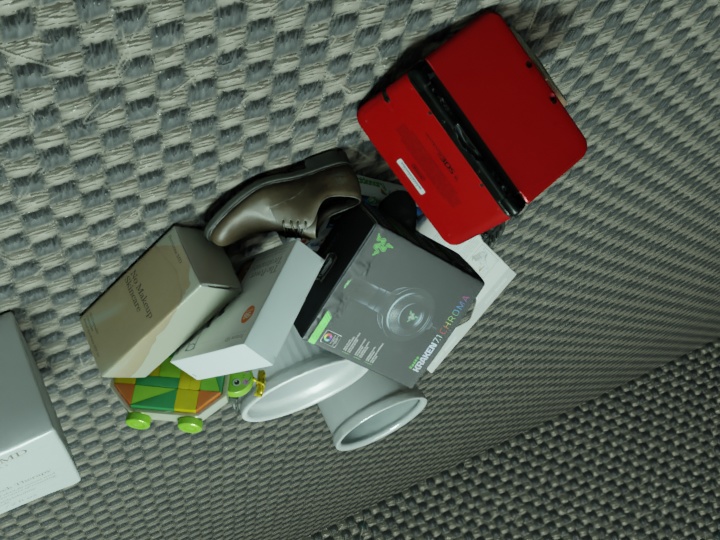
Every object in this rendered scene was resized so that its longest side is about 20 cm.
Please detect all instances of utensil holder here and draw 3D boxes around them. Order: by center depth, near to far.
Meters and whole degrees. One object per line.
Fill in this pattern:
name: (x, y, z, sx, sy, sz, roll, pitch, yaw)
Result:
utensil holder: (-0.008, 0.172, 1.666, 0.169, 0.201, 0.170, -25, 159, -10)

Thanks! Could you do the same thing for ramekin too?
ramekin: (-0.094, 0.130, 1.428, 0.199, 0.098, 0.201, -23, 162, -8)

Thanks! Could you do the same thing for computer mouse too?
computer mouse: (0.043, -0.008, 1.322, 0.058, 0.034, 0.202, -2, 110, -16)

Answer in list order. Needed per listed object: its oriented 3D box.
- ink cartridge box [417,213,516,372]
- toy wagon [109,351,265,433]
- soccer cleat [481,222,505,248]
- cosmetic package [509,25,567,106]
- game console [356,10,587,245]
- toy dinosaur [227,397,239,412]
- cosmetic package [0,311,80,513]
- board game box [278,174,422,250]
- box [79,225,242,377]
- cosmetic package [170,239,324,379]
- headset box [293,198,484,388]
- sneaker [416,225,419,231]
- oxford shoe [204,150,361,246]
ink cartridge box: (0.104, 0.020, 1.454, 0.200, 0.045, 0.176, -49, 117, -2)
toy wagon: (-0.224, 0.134, 1.312, 0.198, 0.156, 0.040, 4, 150, 3)
soccer cleat: (0.158, -0.033, 1.623, 0.200, 0.068, 0.073, -44, 178, 24)
cosmetic package: (0.137, -0.188, 1.206, 0.199, 0.088, 0.103, -36, 159, 18)
game console: (0.126, -0.159, 1.143, 0.172, 0.201, 0.119, -28, -168, 47)
toy dinosaur: (-0.185, 0.127, 1.539, 0.136, 0.102, 0.200, -43, 140, -5)
cosmetic package: (-0.455, 0.187, 1.198, 0.166, 0.167, 0.200, -22, 156, -16)
board game box: (-0.007, -0.072, 1.354, 0.126, 0.035, 0.199, -39, 156, 26)
box: (-0.249, 0.042, 1.232, 0.200, 0.095, 0.078, -41, 154, 25)
cosmetic package: (-0.143, 0.052, 1.230, 0.052, 0.152, 0.199, 36, 151, -24)
headset box: (0.024, 0.027, 1.263, 0.199, 0.093, 0.175, 28, 103, -31)
sneaker: (0.000, 0.000, 1.363, 0.199, 0.082, 0.075, -29, 159, 4)
oxford shoe: (-0.090, -0.070, 1.193, 0.199, 0.085, 0.073, -25, 160, -7)
